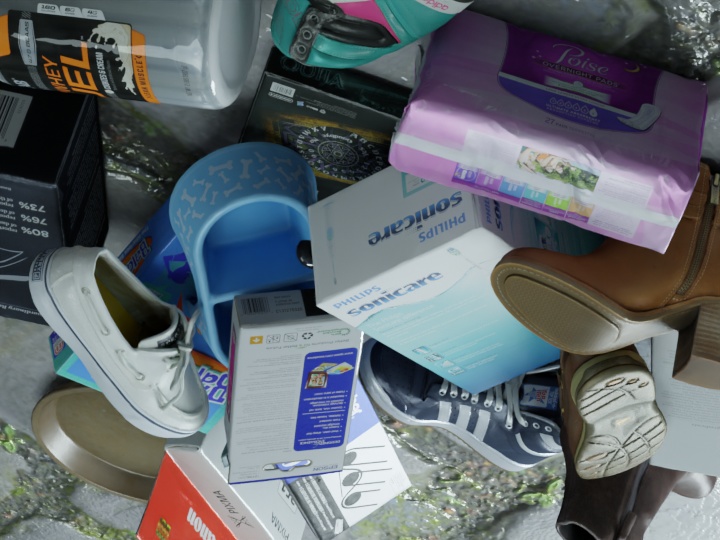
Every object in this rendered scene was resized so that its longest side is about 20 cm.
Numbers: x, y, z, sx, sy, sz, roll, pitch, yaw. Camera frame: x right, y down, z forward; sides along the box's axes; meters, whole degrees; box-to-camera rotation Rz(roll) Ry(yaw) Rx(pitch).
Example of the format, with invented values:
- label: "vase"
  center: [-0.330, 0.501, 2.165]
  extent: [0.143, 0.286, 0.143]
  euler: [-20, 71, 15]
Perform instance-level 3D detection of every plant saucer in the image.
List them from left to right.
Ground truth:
- label: "plant saucer"
  center: [-0.204, 0.154, 2.050]
  extent: [0.198, 0.030, 0.201]
  euler: [11, 147, 7]

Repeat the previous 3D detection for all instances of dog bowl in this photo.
- label: "dog bowl"
  center: [-0.076, -0.002, 1.644]
  extent: [0.110, 0.050, 0.201]
  euler: [-13, 133, -6]

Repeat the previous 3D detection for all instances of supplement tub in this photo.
- label: "supplement tub"
  center: [-0.173, -0.177, 1.478]
  extent: [0.198, 0.123, 0.123]
  euler: [8, 146, 13]

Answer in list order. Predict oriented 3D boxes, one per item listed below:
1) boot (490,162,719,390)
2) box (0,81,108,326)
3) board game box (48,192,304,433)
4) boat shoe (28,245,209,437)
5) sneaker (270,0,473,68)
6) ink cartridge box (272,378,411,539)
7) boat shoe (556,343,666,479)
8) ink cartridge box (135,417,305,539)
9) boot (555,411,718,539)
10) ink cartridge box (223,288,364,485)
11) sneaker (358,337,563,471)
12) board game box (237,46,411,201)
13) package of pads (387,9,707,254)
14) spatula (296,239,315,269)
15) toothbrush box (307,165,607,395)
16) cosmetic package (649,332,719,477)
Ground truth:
- label: "boot"
  center: [0.187, -0.017, 1.530]
  extent: [0.199, 0.156, 0.074]
  euler: [21, 150, -16]
- label: "box"
  center: [-0.278, -0.060, 1.704]
  extent: [0.147, 0.105, 0.201]
  euler: [12, 147, 4]
- label: "board game box"
  center: [-0.122, 0.026, 1.721]
  extent: [0.151, 0.045, 0.200]
  euler: [24, 121, -34]
- label: "boat shoe"
  center: [-0.152, 0.050, 1.640]
  extent: [0.085, 0.075, 0.202]
  euler: [-9, 133, 32]
- label: "sneaker"
  center: [-0.035, -0.198, 1.433]
  extent: [0.199, 0.084, 0.121]
  euler: [29, 135, -21]
- label: "ink cartridge box"
  center: [-0.029, 0.139, 1.820]
  extent: [0.094, 0.044, 0.200]
  euler: [-34, 143, -6]
- label: "boat shoe"
  center: [0.179, 0.090, 1.627]
  extent: [0.071, 0.068, 0.201]
  euler: [-18, 151, -2]
- label: "ink cartridge box"
  center: [-0.113, 0.205, 1.955]
  extent: [0.043, 0.175, 0.200]
  euler: [-3, 142, 26]
- label: "boot"
  center: [0.218, 0.180, 1.788]
  extent: [0.072, 0.168, 0.200]
  euler: [-16, 137, 35]
- label: "ink cartridge box"
  center: [-0.052, 0.088, 1.674]
  extent: [0.094, 0.037, 0.201]
  euler: [-5, 139, -11]
- label: "sneaker"
  center: [0.100, 0.097, 1.805]
  extent: [0.199, 0.071, 0.108]
  euler: [29, 148, -30]
- label: "board game box"
  center: [0.013, -0.083, 1.620]
  extent: [0.198, 0.028, 0.136]
  euler: [19, 146, -5]
- label: "package of pads"
  center: [0.124, -0.096, 1.472]
  extent: [0.198, 0.121, 0.076]
  euler: [16, 134, -1]
- label: "spatula"
  center: [0.000, 0.000, 1.654]
  extent: [0.020, 0.057, 0.200]
  euler: [-11, 167, 21]
- label: "toothbrush box"
  center: [0.079, -0.002, 1.598]
  extent: [0.146, 0.086, 0.199]
  euler: [-25, 146, 30]
- label: "cosmetic package"
  center: [0.255, 0.059, 1.663]
  extent: [0.073, 0.102, 0.201]
  euler: [8, 144, 11]
